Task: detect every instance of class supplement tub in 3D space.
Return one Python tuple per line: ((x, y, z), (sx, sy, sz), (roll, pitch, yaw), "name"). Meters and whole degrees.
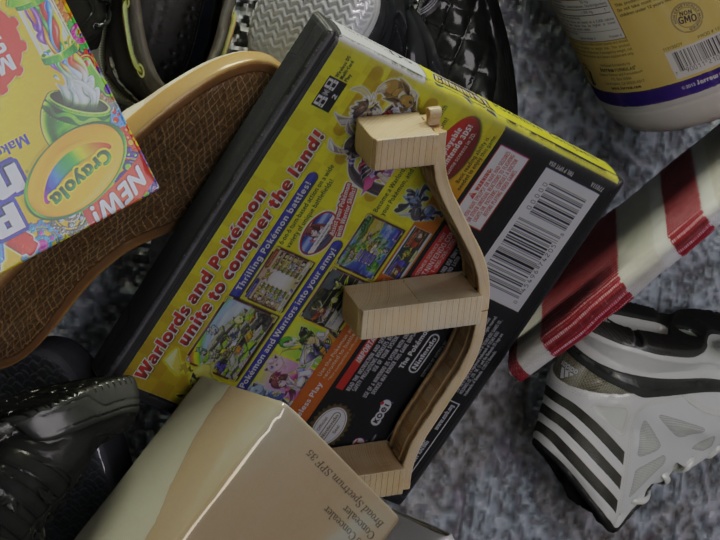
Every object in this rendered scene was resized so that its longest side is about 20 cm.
((0.150, -0.187, 1.257), (0.145, 0.145, 0.200), (-36, 111, -20), "supplement tub")

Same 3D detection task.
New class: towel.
((0.156, -0.026, 1.240), (0.200, 0.144, 0.023), (-39, 98, 14), "towel")

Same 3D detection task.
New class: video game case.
((0.000, 0.000, 1.175), (0.181, 0.026, 0.200), (25, 107, -31), "video game case")

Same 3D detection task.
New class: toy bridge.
((0.026, 0.015, 1.161), (0.067, 0.027, 0.200), (-6, 121, -21), "toy bridge")

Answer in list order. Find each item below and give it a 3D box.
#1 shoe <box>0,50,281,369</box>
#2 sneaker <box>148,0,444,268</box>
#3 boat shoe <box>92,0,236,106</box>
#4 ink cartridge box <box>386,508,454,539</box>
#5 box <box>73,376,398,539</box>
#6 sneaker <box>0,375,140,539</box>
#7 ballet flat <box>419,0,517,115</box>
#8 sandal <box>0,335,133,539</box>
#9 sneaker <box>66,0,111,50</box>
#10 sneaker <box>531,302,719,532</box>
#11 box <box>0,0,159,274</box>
((-0.118, -0.038, 1.151), (0.200, 0.053, 0.070), (-40, 135, 2), "shoe")
((-0.022, -0.060, 1.217), (0.114, 0.075, 0.200), (1, 120, -54), "sneaker")
((-0.082, -0.176, 1.182), (0.072, 0.061, 0.201), (4, 94, -28), "boat shoe")
((0.009, 0.243, 1.266), (0.146, 0.083, 0.200), (-32, 110, -21), "ink cartridge box")
((-0.086, 0.156, 1.122), (0.095, 0.078, 0.200), (46, 72, -30), "box")
((-0.169, 0.121, 1.082), (0.200, 0.060, 0.104), (-21, 99, -39), "sneaker")
((0.046, -0.112, 1.272), (0.057, 0.066, 0.200), (-7, 101, 14), "ballet flat")
((-0.117, 0.125, 1.196), (0.043, 0.076, 0.200), (-29, 111, -51), "sandal")
((-0.144, -0.148, 1.142), (0.091, 0.076, 0.200), (33, 89, -16), "sneaker")
((0.169, 0.084, 1.355), (0.200, 0.076, 0.115), (12, 111, -37), "sneaker")
((-0.222, -0.070, 1.001), (0.200, 0.122, 0.193), (-30, 100, -18), "box")
